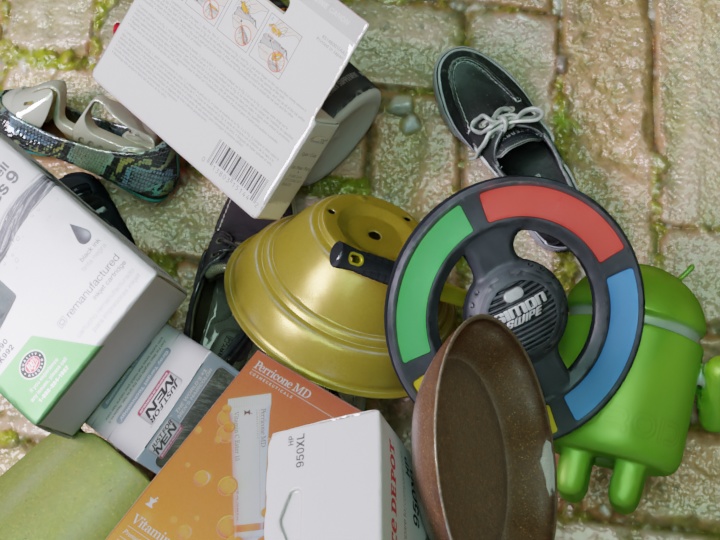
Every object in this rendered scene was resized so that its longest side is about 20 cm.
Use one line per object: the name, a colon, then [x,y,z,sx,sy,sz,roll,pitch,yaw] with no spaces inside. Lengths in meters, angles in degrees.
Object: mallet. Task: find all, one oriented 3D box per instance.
mallet: [0.063,0.006,1.279,0.199,0.041,0.066,28,76,-32]

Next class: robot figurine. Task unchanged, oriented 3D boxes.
robot figurine: [0.205,0.085,1.336,0.174,0.116,0.202,10,78,15]

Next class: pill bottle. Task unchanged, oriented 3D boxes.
pill bottle: [-0.087,-0.172,1.422,0.200,0.106,0.106,42,84,12]

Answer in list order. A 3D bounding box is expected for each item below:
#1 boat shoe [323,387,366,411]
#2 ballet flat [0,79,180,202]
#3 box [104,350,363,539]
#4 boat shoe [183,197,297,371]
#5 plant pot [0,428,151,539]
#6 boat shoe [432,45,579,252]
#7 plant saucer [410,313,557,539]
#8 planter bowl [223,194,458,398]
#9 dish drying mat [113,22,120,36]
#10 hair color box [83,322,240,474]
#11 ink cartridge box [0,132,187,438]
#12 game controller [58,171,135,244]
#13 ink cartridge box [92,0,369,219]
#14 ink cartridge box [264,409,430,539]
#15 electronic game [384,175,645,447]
boat shoe: [-0.030,0.098,1.376,0.070,0.070,0.202,4,79,5]
ballet flat: [-0.241,-0.124,1.439,0.198,0.074,0.075,19,80,2]
box: [-0.079,0.182,1.250,0.124,0.098,0.200,27,67,26]
boat shoe: [-0.100,0.007,1.404,0.071,0.065,0.202,14,78,11]
plant pot: [-0.239,0.225,1.319,0.200,0.201,0.184,39,72,11]
boat shoe: [0.123,-0.107,1.409,0.073,0.068,0.201,-26,77,-2]
plant saucer: [0.081,0.132,1.167,0.036,0.200,0.203,-10,76,28]
planter bowl: [0.000,0.000,1.329,0.199,0.200,0.084,32,126,10]
dish drying mat: [-0.133,-0.129,1.411,0.199,0.077,0.018,36,61,24]
hair color box: [-0.182,0.083,1.345,0.199,0.061,0.099,27,80,48]
ink cartridge box: [-0.255,0.005,1.289,0.200,0.084,0.146,39,88,16]
game controller: [-0.289,0.002,1.441,0.199,0.042,0.105,-30,91,-2]
ink cartridge box: [-0.096,-0.168,1.334,0.200,0.045,0.177,40,108,23]
ink cartridge box: [0.014,0.209,1.141,0.083,0.200,0.146,-15,50,18]
electronic game: [0.114,0.031,1.246,0.198,0.042,0.202,-2,99,-12]
